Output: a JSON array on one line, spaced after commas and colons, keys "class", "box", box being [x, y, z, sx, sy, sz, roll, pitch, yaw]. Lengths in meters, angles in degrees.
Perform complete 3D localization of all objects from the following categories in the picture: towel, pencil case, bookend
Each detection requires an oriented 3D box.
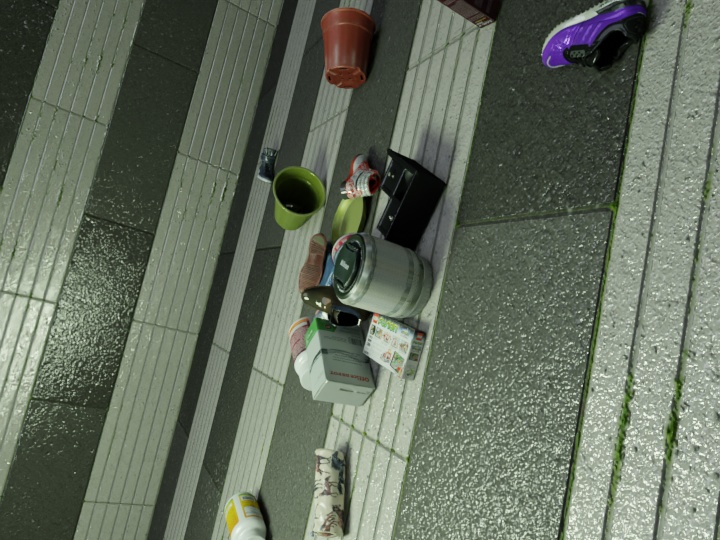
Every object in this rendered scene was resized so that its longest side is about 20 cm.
[{"class": "towel", "box": [-0.101, -0.005, 1.654, 0.114, 0.047, 0.201, -62, 30, 22]}, {"class": "pencil case", "box": [-0.080, 0.542, 1.282, 0.088, 0.077, 0.205, -24, 53, 38]}, {"class": "bookend", "box": [0.097, -0.174, 1.314, 0.203, 0.090, 0.201, -64, 27, 18]}]

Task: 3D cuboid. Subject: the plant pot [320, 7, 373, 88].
[{"class": "plant pot", "box": [-0.046, -0.764, 1.828, 0.199, 0.196, 0.202, -13, 72, 59]}]

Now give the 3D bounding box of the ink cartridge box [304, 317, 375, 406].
[{"class": "ink cartridge box", "box": [-0.056, 0.233, 1.331, 0.084, 0.143, 0.203, -56, 31, 32]}]

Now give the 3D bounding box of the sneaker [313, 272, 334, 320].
[{"class": "sneaker", "box": [-0.091, 0.104, 1.456, 0.075, 0.082, 0.206, -66, -22, -71]}]

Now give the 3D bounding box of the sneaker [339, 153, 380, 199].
[{"class": "sneaker", "box": [0.018, -0.285, 1.570, 0.105, 0.068, 0.204, -3, 40, 26]}]

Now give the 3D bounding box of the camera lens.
[{"class": "camera lens", "box": [0.046, 0.014, 1.192, 0.159, 0.195, 0.164, -38, 43, 48]}]

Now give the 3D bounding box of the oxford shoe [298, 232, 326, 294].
[{"class": "oxford shoe", "box": [-0.144, -0.019, 1.643, 0.075, 0.069, 0.205, -75, 4, -78]}]

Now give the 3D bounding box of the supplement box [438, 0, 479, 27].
[{"class": "supplement box", "box": [0.235, -0.659, 1.195, 0.061, 0.195, 0.112, 15, 88, 64]}]

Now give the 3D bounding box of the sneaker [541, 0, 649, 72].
[{"class": "sneaker", "box": [0.388, -0.381, 0.891, 0.199, 0.068, 0.103, -14, 65, 60]}]

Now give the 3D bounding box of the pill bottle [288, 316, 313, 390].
[{"class": "pill bottle", "box": [-0.145, 0.243, 1.531, 0.116, 0.112, 0.202, -59, 30, 25]}]

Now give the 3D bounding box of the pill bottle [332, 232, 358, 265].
[{"class": "pill bottle", "box": [0.000, 0.000, 1.379, 0.121, 0.117, 0.202, -61, 30, 23]}]

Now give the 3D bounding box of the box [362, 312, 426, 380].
[{"class": "box", "box": [0.075, 0.172, 1.230, 0.199, 0.034, 0.113, 19, 93, 63]}]

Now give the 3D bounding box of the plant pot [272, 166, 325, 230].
[{"class": "plant pot", "box": [-0.245, -0.247, 1.947, 0.190, 0.194, 0.206, 128, 148, -59]}]

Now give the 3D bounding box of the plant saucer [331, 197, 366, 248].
[{"class": "plant saucer", "box": [-0.032, -0.151, 1.619, 0.200, 0.030, 0.205, -41, 41, 48]}]

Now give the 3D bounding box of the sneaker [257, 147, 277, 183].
[{"class": "sneaker", "box": [-0.460, -0.527, 2.599, 0.149, 0.075, 0.204, -65, 27, 22]}]

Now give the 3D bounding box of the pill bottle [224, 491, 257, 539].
[{"class": "pill bottle", "box": [-0.357, 0.802, 1.637, 0.199, 0.109, 0.114, 30, 102, 63]}]

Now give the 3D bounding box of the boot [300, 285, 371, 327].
[{"class": "boot", "box": [-0.071, 0.092, 1.358, 0.097, 0.194, 0.077, -51, -27, -74]}]
